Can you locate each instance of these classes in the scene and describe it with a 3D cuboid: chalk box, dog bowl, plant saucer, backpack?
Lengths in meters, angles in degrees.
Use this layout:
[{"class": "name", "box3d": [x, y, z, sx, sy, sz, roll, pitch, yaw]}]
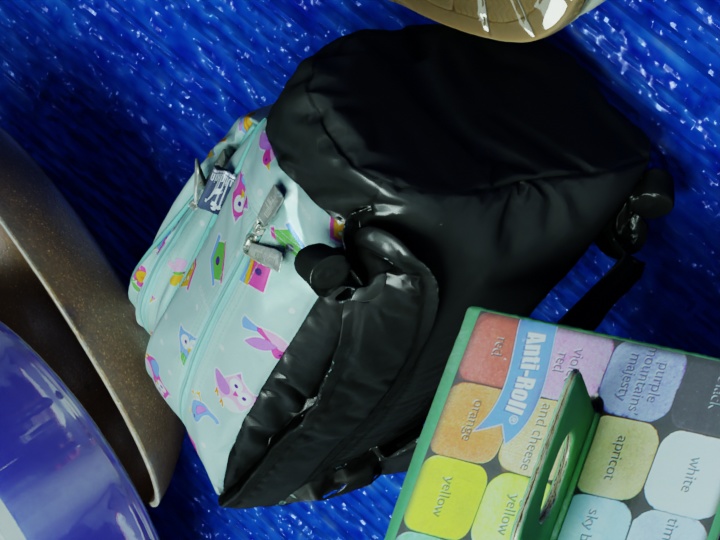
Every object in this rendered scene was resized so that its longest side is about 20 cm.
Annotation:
[{"class": "chalk box", "box3d": [0.088, 0.097, 0.880, 0.124, 0.125, 0.200, 12, 161, 33]}, {"class": "dog bowl", "box3d": [-0.173, 0.115, 1.138, 0.200, 0.079, 0.201, 38, 147, 31]}, {"class": "plant saucer", "box3d": [-0.131, 0.010, 1.077, 0.200, 0.034, 0.200, 52, 166, 19]}, {"class": "backpack", "box3d": [0.000, 0.000, 0.961, 0.200, 0.166, 0.127, -54, 51, 41]}]

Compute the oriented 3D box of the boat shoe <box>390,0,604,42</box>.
[{"class": "boat shoe", "box3d": [0.011, -0.135, 0.940, 0.200, 0.063, 0.074, 28, 118, 29]}]
